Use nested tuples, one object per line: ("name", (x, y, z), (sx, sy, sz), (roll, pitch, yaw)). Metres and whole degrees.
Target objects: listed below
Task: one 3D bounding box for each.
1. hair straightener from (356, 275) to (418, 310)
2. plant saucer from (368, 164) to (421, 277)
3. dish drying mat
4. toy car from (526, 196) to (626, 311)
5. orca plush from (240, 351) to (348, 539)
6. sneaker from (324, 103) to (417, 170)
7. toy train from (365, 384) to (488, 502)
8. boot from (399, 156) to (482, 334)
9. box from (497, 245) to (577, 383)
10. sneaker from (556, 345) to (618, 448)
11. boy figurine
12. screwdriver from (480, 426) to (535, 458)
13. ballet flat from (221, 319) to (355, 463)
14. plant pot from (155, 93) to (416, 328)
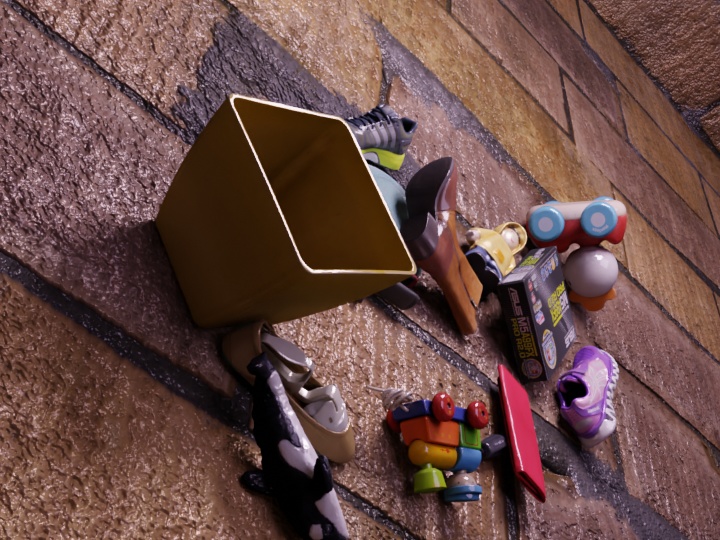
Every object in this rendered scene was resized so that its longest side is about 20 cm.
("hair straightener", (0.000, 0.000, 1.327), (0.200, 0.041, 0.077), (35, 35, -33))
("plant saucer", (0.036, -0.081, 1.463), (0.201, 0.039, 0.202), (37, 34, -31))
("dish drying mat", (0.218, 0.219, 1.416), (0.077, 0.018, 0.200), (46, 23, -30))
("toy car", (0.389, -0.024, 1.853), (0.184, 0.176, 0.201), (-24, 109, -73))
("orca plush", (-0.080, 0.183, 0.995), (0.071, 0.105, 0.201), (-24, 108, -23))
("sneaker", (0.011, -0.204, 1.490), (0.074, 0.081, 0.200), (41, 18, 27))
("toy train", (0.071, 0.205, 1.201), (0.200, 0.084, 0.116), (19, 59, -46))
("boot", (0.137, -0.039, 1.483), (0.200, 0.068, 0.189), (53, 33, -36))
("box", (0.280, 0.064, 1.618), (0.200, 0.044, 0.161), (-33, 110, -61))
("sneaker", (0.350, 0.180, 1.634), (0.088, 0.080, 0.200), (37, 34, -15))
("boy figurine", (0.214, -0.019, 1.641), (0.125, 0.064, 0.200), (53, 33, 0))
("screwdriver", (0.202, 0.228, 1.424), (0.029, 0.028, 0.200), (33, 16, 19))
("ballet flat", (-0.060, 0.128, 1.089), (0.200, 0.063, 0.069), (44, 32, -20))
("plant pot", (-0.094, -0.040, 1.091), (0.200, 0.176, 0.201), (1, 59, -55))
